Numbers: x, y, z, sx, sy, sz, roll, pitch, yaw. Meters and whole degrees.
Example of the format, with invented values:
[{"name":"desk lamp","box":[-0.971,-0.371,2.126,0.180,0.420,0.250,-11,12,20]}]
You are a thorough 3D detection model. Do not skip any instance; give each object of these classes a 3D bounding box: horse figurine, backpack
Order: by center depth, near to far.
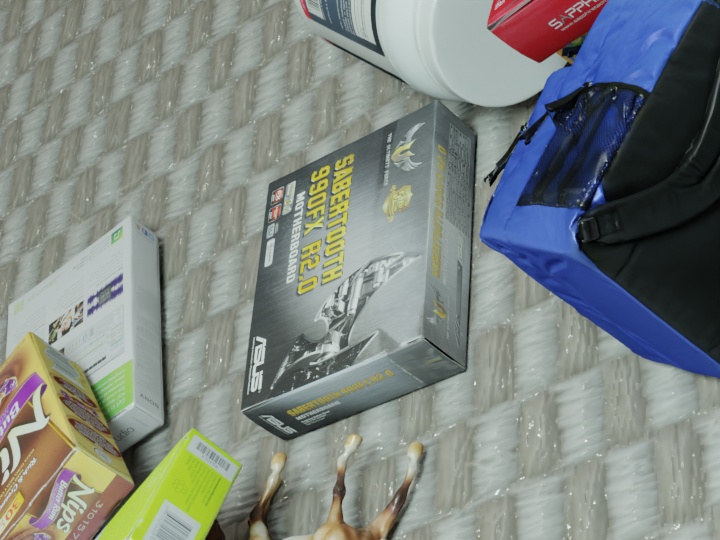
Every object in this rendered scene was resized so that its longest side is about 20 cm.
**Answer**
[{"name":"backpack","box":[0.169,-0.069,1.067,0.168,0.162,0.200,16,74,55]},{"name":"horse figurine","box":[-0.039,0.171,1.190,0.200,0.050,0.133,-16,45,38]}]

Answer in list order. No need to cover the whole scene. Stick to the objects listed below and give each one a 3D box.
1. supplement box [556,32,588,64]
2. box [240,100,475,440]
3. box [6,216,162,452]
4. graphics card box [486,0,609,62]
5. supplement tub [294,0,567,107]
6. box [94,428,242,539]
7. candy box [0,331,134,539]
[{"name":"supplement box","box":[0.188,-0.222,1.237,0.200,0.069,0.066,-62,19,-19]},{"name":"box","box":[0.000,0.000,1.289,0.158,0.048,0.201,-24,45,34]},{"name":"box","box":[-0.215,0.070,1.466,0.144,0.036,0.200,-34,39,25]},{"name":"graphics card box","box":[0.151,-0.235,1.177,0.125,0.051,0.201,-32,34,46]},{"name":"supplement tub","box":[0.050,-0.199,1.322,0.141,0.140,0.200,-53,36,-1]},{"name":"box","box":[-0.159,0.202,1.197,0.200,0.048,0.122,-49,8,32]},{"name":"candy box","box":[-0.230,0.135,1.318,0.117,0.056,0.200,-51,29,4]}]
